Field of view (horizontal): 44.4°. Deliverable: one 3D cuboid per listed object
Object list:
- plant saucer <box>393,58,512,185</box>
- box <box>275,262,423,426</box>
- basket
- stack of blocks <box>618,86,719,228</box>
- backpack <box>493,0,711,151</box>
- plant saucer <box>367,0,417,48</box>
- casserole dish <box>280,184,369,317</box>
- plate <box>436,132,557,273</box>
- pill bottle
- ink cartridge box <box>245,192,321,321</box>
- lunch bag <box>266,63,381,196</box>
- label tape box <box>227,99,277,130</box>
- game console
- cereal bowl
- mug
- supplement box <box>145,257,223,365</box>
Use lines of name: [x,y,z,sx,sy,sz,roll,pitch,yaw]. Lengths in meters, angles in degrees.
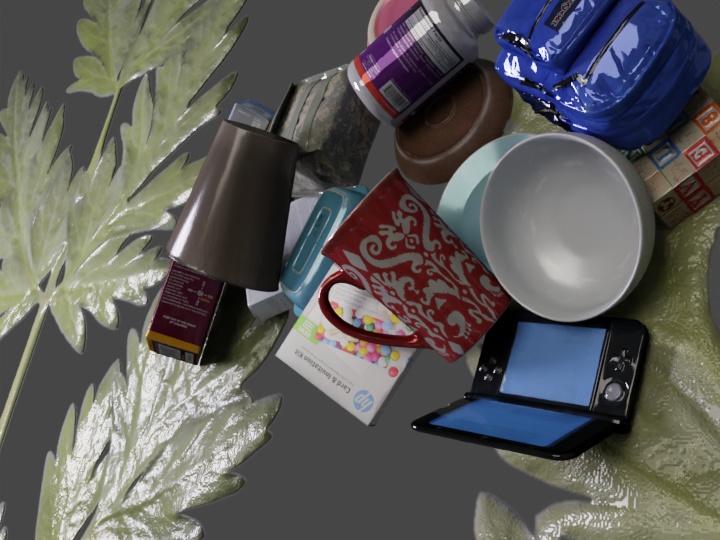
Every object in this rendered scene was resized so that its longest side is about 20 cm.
plant saucer: [0.119,-0.217,1.237,0.198,0.034,0.203,-24,52,33]
box: [0.008,0.068,1.119,0.155,0.041,0.202,34,92,17]
basket: [-0.166,-0.096,1.235,0.178,0.136,0.203,22,101,16]
stack of blocks: [0.333,-0.160,0.982,0.115,0.058,0.202,-39,46,20]
backpack: [0.248,-0.226,0.936,0.164,0.167,0.200,-56,42,12]
plant saucer: [0.083,-0.385,1.355,0.199,0.051,0.203,-23,52,33]
casserole dish: [-0.053,-0.034,1.206,0.202,0.038,0.121,-62,27,0]
plate: [0.180,-0.078,1.104,0.198,0.025,0.203,-23,53,34]
pill bottle: [0.085,-0.298,1.208,0.199,0.112,0.113,-38,46,20]
ink cartridge box: [-0.084,-0.034,1.327,0.197,0.057,0.164,-20,51,8]
lunch bag: [-0.080,-0.204,1.349,0.198,0.117,0.166,-7,53,42]
label tape box: [-0.205,-0.172,1.436,0.143,0.065,0.202,-82,16,-77]
game console: [0.177,0.112,0.929,0.198,0.116,0.178,3,69,43]
cereal bowl: [0.232,-0.051,0.961,0.198,0.083,0.204,11,106,41]
mug: [0.059,0.011,1.036,0.178,0.200,0.133,-49,-2,42]
supplement box: [-0.261,0.033,1.377,0.110,0.084,0.203,127,160,-71]
